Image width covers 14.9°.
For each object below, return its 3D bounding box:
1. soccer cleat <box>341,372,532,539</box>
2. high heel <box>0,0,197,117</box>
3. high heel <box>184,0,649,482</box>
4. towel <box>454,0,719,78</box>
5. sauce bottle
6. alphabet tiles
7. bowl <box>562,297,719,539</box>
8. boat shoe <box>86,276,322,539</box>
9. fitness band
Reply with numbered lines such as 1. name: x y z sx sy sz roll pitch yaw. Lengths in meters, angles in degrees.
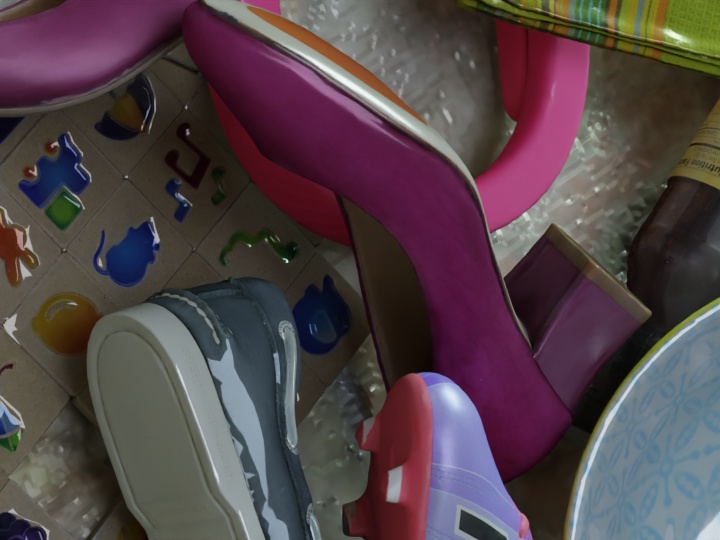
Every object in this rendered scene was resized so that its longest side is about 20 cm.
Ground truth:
1. soccer cleat: 0.038 0.122 0.864 0.076 0.067 0.200 -6 111 -10
2. high heel: -0.125 -0.084 0.818 0.200 0.067 0.096 -32 104 -26
3. high heel: 0.000 0.000 0.849 0.200 0.067 0.096 38 97 -29
4. towel: 0.135 -0.105 0.934 0.200 0.018 0.086 14 73 -6
5. sauce bottle: 0.138 -0.018 0.968 0.066 0.066 0.200 35 82 -23
6. alphabet tiles: -0.084 0.005 0.874 0.167 0.008 0.200 47 61 -18
7. bowl: 0.164 0.104 0.909 0.200 0.108 0.200 0 78 1
8. boat shoe: -0.025 0.097 0.855 0.062 0.073 0.200 -26 104 -39
9. fitness band: 0.010 -0.105 0.928 0.144 0.037 0.200 -1 81 -34
